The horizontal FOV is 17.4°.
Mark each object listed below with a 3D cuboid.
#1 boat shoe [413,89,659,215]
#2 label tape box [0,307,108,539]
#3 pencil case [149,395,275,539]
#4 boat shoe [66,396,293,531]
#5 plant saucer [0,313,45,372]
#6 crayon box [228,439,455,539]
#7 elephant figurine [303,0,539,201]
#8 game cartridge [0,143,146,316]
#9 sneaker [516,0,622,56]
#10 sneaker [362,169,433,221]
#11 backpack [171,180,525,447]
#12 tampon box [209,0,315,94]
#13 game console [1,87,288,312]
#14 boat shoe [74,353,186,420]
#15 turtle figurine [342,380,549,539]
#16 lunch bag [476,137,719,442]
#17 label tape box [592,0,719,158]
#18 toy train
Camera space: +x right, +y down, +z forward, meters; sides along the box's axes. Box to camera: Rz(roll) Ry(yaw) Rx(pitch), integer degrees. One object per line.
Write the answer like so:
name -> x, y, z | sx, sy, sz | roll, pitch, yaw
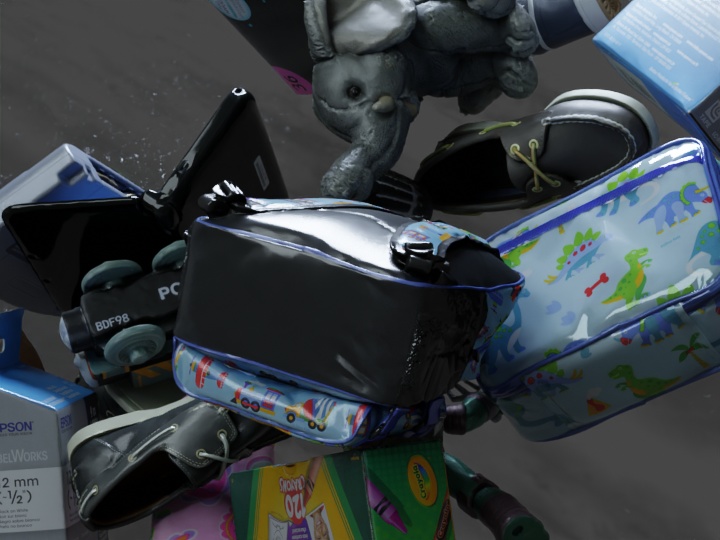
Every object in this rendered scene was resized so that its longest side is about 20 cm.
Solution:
boat shoe -> 0.121, -0.076, 1.659 | 0.201, 0.072, 0.061 | -11, 22, 47
label tape box -> -0.226, 0.129, 1.674 | 0.066, 0.200, 0.143 | -2, 2, 5
pencil case -> -0.107, 0.181, 1.639 | 0.087, 0.087, 0.200 | -25, 40, 26
boat shoe -> -0.102, 0.119, 1.584 | 0.200, 0.072, 0.068 | -22, 42, 10
plant saucer -> -0.265, 0.131, 1.754 | 0.032, 0.200, 0.200 | -5, 48, 12
crayon box -> -0.011, 0.175, 1.469 | 0.200, 0.058, 0.119 | -19, 77, 61
elephant figurine -> 0.016, -0.149, 1.673 | 0.200, 0.142, 0.155 | -26, 15, -19
game cartridge -> -0.228, -0.024, 1.814 | 0.133, 0.200, 0.041 | -38, 65, 8
sneaker -> 0.133, -0.242, 1.820 | 0.108, 0.070, 0.200 | -27, 43, 21
sneaker -> 0.000, 0.000, 1.646 | 0.200, 0.074, 0.081 | -78, 13, -48
backpack -> 0.000, 0.025, 1.468 | 0.182, 0.200, 0.135 | 17, 100, 25
tampon box -> 0.000, -0.234, 1.874 | 0.200, 0.150, 0.126 | 1, 55, 46
game console -> -0.157, -0.049, 1.785 | 0.116, 0.200, 0.176 | 28, 73, 18
boat shoe -> -0.177, 0.098, 1.805 | 0.199, 0.074, 0.066 | 36, 124, 52
turtle figurine -> 0.033, 0.131, 1.540 | 0.150, 0.101, 0.200 | -42, 42, 6
lunch bag -> 0.164, 0.011, 1.536 | 0.200, 0.082, 0.161 | -26, 37, 23
label tape box -> 0.278, -0.186, 1.627 | 0.200, 0.063, 0.144 | -44, 35, 3
toy train -> -0.119, 0.031, 1.716 | 0.200, 0.114, 0.085 | -18, 62, -10
